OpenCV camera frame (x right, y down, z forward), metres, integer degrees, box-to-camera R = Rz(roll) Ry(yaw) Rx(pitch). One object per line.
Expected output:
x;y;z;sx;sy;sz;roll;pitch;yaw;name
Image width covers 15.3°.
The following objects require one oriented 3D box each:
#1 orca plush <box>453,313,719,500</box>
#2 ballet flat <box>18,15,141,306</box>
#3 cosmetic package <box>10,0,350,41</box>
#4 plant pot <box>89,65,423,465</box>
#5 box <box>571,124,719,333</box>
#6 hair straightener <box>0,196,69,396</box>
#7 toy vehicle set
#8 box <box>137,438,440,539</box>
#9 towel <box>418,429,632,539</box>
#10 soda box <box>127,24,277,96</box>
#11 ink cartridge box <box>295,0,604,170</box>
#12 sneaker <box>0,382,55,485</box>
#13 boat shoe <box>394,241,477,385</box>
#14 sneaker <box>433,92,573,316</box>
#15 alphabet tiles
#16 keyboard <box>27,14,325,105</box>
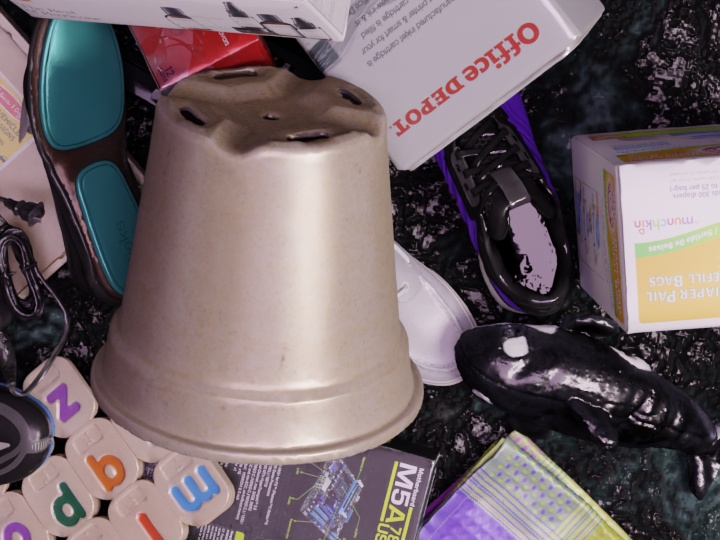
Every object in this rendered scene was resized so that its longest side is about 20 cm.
0.151;0.099;1.702;0.200;0.071;0.105;36;120;-26;orca plush
-0.177;-0.074;1.653;0.068;0.068;0.200;-17;103;-34;ballet flat
-0.111;-0.171;1.543;0.200;0.083;0.051;6;79;18;cosmetic package
-0.055;-0.013;1.568;0.200;0.200;0.184;3;115;-3;plant pot
0.198;-0.029;1.637;0.112;0.200;0.101;-4;98;-2;box
-0.230;-0.018;1.660;0.077;0.041;0.200;-11;100;33;hair straightener
-0.242;-0.089;1.699;0.124;0.027;0.200;-40;97;3;toy vehicle set
-0.065;0.188;1.722;0.193;0.048;0.200;14;97;3;box
0.080;0.219;1.756;0.144;0.023;0.200;44;94;-6;towel
-0.126;-0.196;1.633;0.070;0.063;0.200;-27;73;2;soda box
0.027;-0.182;1.591;0.147;0.083;0.200;-35;94;25;ink cartridge box
-0.292;0.105;1.687;0.200;0.083;0.071;5;100;5;sneaker
0.000;0.000;1.699;0.072;0.069;0.200;-40;97;3;boat shoe
0.087;-0.062;1.678;0.070;0.100;0.200;-25;98;-1;sneaker
-0.177;0.163;1.709;0.200;0.015;0.196;-40;79;16;alphabet tiles
-0.100;-0.148;1.669;0.200;0.040;0.104;29;71;2;keyboard
